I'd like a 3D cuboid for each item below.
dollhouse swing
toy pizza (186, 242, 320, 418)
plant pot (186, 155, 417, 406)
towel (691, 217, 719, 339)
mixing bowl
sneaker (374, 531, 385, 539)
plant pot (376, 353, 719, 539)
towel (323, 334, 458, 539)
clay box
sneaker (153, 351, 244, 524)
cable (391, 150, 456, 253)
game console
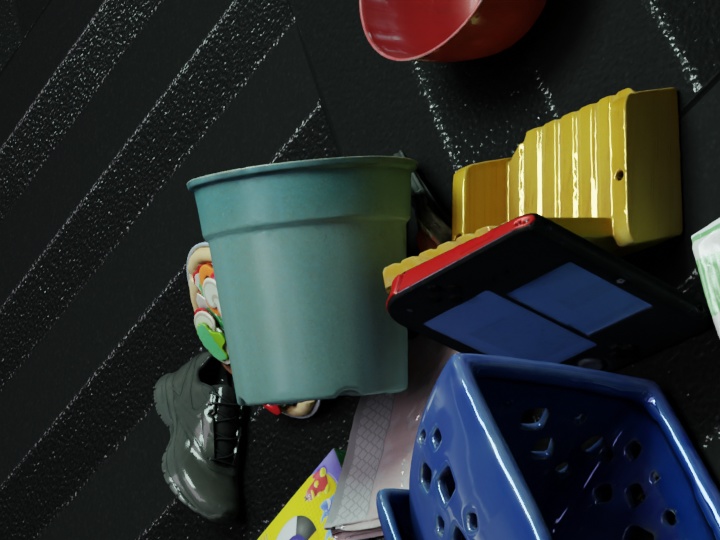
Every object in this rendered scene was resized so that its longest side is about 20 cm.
[{"bbox_3d":[0.125,-0.068,1.350,0.200,0.176,0.182,-22,60,48],"label":"dollhouse swing"},{"bbox_3d":[-0.111,0.063,1.623,0.200,0.032,0.200,39,149,29],"label":"toy pizza"},{"bbox_3d":[-0.042,0.013,1.437,0.200,0.200,0.197,-9,84,51],"label":"plant pot"},{"bbox_3d":[0.313,0.028,1.191,0.152,0.023,0.200,-36,49,39],"label":"towel"},{"bbox_3d":[0.102,-0.270,1.516,0.200,0.108,0.201,-23,59,46],"label":"mixing bowl"},{"bbox_3d":[0.039,0.252,1.435,0.200,0.076,0.088,-47,34,21],"label":"sneaker"},{"bbox_3d":[0.135,0.197,1.220,0.180,0.200,0.200,-56,39,33],"label":"plant pot"},{"bbox_3d":[0.054,0.129,1.437,0.191,0.032,0.200,-24,41,47],"label":"towel"},{"bbox_3d":[-0.047,0.274,1.546,0.200,0.048,0.115,-51,41,25],"label":"clay box"},{"bbox_3d":[-0.156,0.166,1.716,0.091,0.076,0.200,-41,49,26],"label":"sneaker"},{"bbox_3d":[0.051,-0.048,1.510,0.050,0.097,0.200,-37,46,4],"label":"cable"},{"bbox_3d":[0.139,0.030,1.272,0.177,0.200,0.031,-25,49,46],"label":"game console"}]
